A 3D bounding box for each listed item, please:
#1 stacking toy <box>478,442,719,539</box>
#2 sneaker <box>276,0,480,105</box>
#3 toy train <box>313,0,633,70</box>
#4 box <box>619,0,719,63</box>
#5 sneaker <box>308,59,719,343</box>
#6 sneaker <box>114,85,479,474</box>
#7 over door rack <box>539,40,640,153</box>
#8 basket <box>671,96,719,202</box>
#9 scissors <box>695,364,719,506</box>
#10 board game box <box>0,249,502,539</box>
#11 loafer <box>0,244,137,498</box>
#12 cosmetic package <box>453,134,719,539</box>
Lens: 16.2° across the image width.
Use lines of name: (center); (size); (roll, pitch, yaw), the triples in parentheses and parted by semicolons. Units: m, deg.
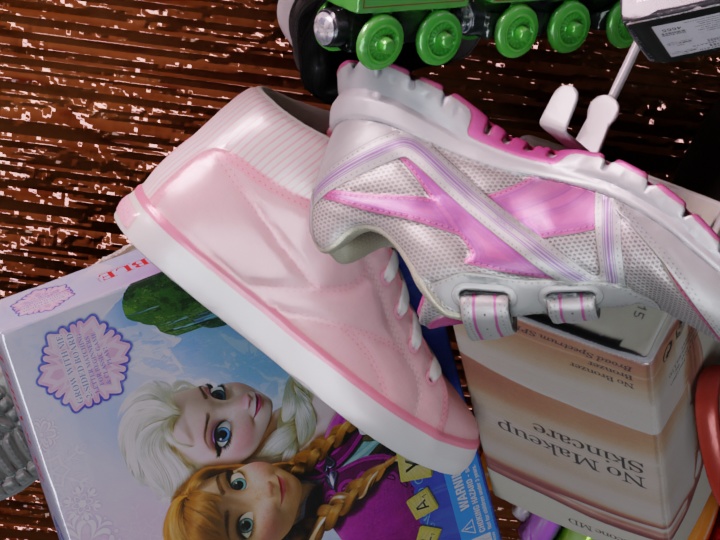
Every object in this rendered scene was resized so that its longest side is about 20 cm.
stacking toy: (0.117, 0.118, 1.254); (0.199, 0.116, 0.110); (26, 116, 0)
sneaker: (0.045, -0.135, 1.076); (0.200, 0.091, 0.066); (-37, 117, 23)
toy train: (0.064, -0.118, 1.031); (0.199, 0.042, 0.057); (-9, 115, -37)
box: (0.191, -0.177, 0.962); (0.199, 0.161, 0.044); (-12, 158, 18)
sneaker: (0.066, -0.007, 1.012); (0.199, 0.081, 0.088); (24, 86, 17)
sneaker: (0.000, 0.000, 1.093); (0.200, 0.075, 0.105); (40, 94, -21)
over door rack: (0.184, -0.102, 1.008); (0.147, 0.200, 0.067); (22, 162, 34)
basket: (0.248, -0.009, 1.135); (0.200, 0.136, 0.180); (32, 150, -12)
scissors: (0.178, 0.122, 1.142); (0.014, 0.073, 0.201); (-1, 119, 24)
board game box: (-0.050, 0.076, 1.163); (0.199, 0.041, 0.201); (-22, 112, -13)
loafer: (-0.124, 0.028, 1.199); (0.200, 0.070, 0.075); (-32, 116, 2)
cosmetic package: (0.108, 0.040, 1.134); (0.103, 0.087, 0.200); (19, 155, 22)
